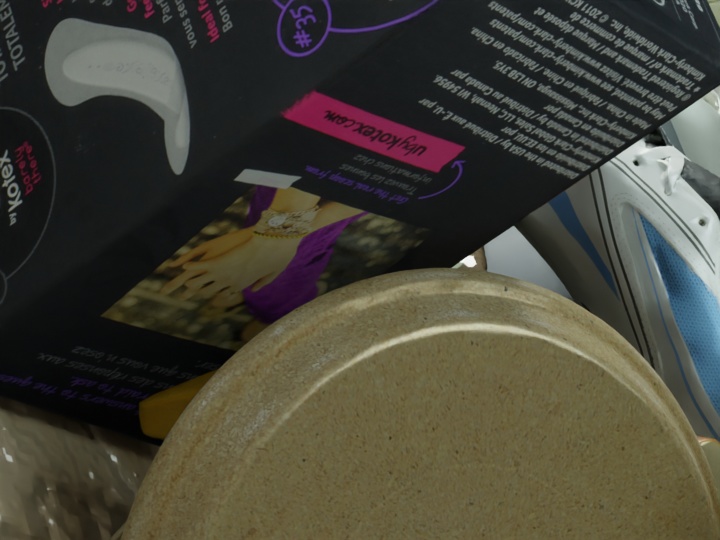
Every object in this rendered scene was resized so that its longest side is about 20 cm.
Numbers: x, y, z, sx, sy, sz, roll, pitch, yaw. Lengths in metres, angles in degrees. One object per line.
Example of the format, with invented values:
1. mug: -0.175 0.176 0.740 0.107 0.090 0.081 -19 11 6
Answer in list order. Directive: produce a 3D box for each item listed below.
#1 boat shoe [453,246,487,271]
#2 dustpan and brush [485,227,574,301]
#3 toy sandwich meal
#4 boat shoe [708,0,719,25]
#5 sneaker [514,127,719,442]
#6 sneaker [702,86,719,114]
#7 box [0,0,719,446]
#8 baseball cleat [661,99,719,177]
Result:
1. boat shoe: 0.000 0.000 0.834 0.200 0.076 0.072 -86 171 -81
2. dustpan and brush: 0.078 0.042 0.889 0.200 0.057 0.140 -68 139 -63
3. toy sandwich meal: 0.017 0.090 0.703 0.204 0.070 0.206 -1 92 -28
4. boat shoe: 0.229 -0.104 1.366 0.200 0.075 0.061 38 36 -35
5. sneaker: 0.078 -0.024 0.815 0.200 0.072 0.072 57 12 6
6. sneaker: 0.112 -0.072 1.093 0.200 0.093 0.070 55 25 -4
7. box: -0.024 -0.059 0.703 0.106 0.200 0.123 23 41 -50
8. baseball cleat: 0.049 -0.066 1.003 0.199 0.070 0.107 29 65 -10
